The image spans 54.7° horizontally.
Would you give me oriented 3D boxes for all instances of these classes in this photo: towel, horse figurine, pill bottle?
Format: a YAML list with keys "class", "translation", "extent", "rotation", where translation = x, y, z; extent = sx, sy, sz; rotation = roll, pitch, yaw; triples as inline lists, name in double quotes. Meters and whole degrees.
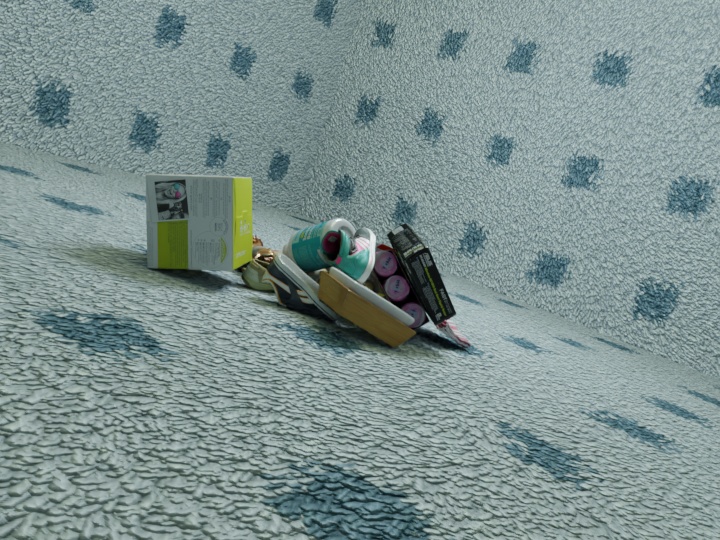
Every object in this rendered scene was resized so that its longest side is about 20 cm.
- class: "towel"
  translation: [0.200, 0.104, 1.781]
  extent: [0.146, 0.030, 0.201]
  rotation: [37, 15, -46]
- class: "horse figurine"
  translation: [-0.270, -0.039, 1.763]
  extent: [0.131, 0.051, 0.199]
  rotation: [-12, 21, -37]
- class: "pill bottle"
  translation: [-0.107, -0.057, 1.745]
  extent: [0.198, 0.113, 0.110]
  rotation: [-13, -16, 41]

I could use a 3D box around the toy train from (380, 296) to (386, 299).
- class: "toy train"
  translation: [0.103, 0.099, 1.821]
  extent: [0.112, 0.087, 0.200]
  rotation: [9, 5, 9]

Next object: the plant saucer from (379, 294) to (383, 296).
- class: "plant saucer"
  translation: [0.010, 0.046, 2.110]
  extent: [0.198, 0.049, 0.198]
  rotation: [24, 8, 38]

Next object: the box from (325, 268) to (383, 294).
- class: "box"
  translation: [0.000, 0.000, 1.847]
  extent: [0.198, 0.069, 0.082]
  rotation: [22, 10, -39]

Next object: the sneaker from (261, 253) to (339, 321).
- class: "sneaker"
  translation: [-0.135, 0.056, 1.574]
  extent: [0.200, 0.080, 0.078]
  rotation: [43, 14, -4]

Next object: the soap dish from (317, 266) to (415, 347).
- class: "soap dish"
  translation: [0.008, 0.082, 1.511]
  extent: [0.199, 0.082, 0.157]
  rotation: [34, -1, -29]

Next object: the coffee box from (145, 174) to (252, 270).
- class: "coffee box"
  translation: [-0.355, -0.112, 1.566]
  extent: [0.194, 0.204, 0.200]
  rotation: [2, 7, 3]

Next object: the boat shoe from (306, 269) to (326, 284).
- class: "boat shoe"
  translation: [-0.119, 0.022, 1.910]
  extent: [0.069, 0.074, 0.200]
  rotation: [41, -1, 0]

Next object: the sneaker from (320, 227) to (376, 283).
- class: "sneaker"
  translation: [-0.032, -0.059, 1.611]
  extent: [0.120, 0.084, 0.201]
  rotation: [29, 26, -17]

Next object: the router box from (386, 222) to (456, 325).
- class: "router box"
  translation: [0.142, 0.008, 1.629]
  extent: [0.202, 0.061, 0.150]
  rotation: [63, -3, -29]

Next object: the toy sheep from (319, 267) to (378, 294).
- class: "toy sheep"
  translation: [-0.030, 0.044, 1.695]
  extent: [0.136, 0.140, 0.199]
  rotation: [14, 1, -30]

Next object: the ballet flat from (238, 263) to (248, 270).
- class: "ballet flat"
  translation: [-0.268, 0.000, 1.813]
  extent: [0.197, 0.058, 0.066]
  rotation: [16, 33, 29]

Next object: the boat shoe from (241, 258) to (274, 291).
- class: "boat shoe"
  translation: [-0.194, 0.012, 1.695]
  extent: [0.198, 0.064, 0.073]
  rotation: [10, 31, -41]

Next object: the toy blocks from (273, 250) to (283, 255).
- class: "toy blocks"
  translation: [-0.231, -0.025, 1.923]
  extent: [0.134, 0.102, 0.200]
  rotation: [7, 6, 5]

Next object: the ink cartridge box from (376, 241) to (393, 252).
- class: "ink cartridge box"
  translation: [0.071, -0.037, 1.832]
  extent: [0.198, 0.048, 0.159]
  rotation: [25, 2, 42]

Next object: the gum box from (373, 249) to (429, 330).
- class: "gum box"
  translation: [0.088, 0.047, 1.665]
  extent: [0.202, 0.065, 0.114]
  rotation: [62, -1, 4]
